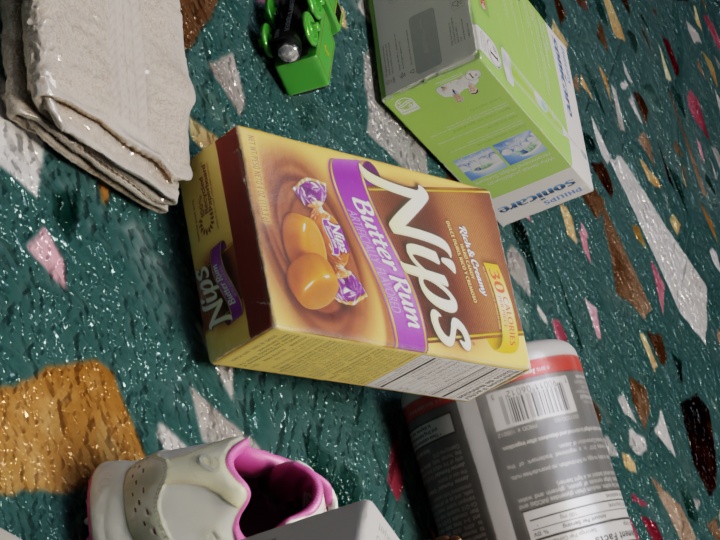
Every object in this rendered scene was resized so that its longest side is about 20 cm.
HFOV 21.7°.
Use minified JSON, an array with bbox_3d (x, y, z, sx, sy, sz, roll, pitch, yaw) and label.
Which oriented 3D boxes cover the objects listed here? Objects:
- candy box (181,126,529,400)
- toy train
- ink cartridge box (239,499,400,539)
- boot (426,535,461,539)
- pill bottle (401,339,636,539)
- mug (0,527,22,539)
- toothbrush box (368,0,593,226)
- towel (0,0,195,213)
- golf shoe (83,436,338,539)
[{"bbox_3d":[0.000,0.000,1.035,0.199,0.056,0.117,12,58,-45],"label":"candy box"},{"bbox_3d":[-0.032,-0.188,1.242,0.200,0.042,0.057,-83,154,-49],"label":"toy train"},{"bbox_3d":[-0.034,0.225,0.726,0.147,0.146,0.200,55,27,-27],"label":"ink cartridge box"},{"bbox_3d":[0.040,0.228,0.947,0.108,0.075,0.200,67,21,-15],"label":"boot"},{"bbox_3d":[0.104,0.153,1.144,0.116,0.115,0.201,11,61,-64],"label":"pill bottle"},{"bbox_3d":[-0.157,0.140,0.520,0.186,0.153,0.150,7,64,-64],"label":"mug"},{"bbox_3d":[0.091,-0.150,1.422,0.200,0.086,0.146,39,36,-49],"label":"toothbrush box"},{"bbox_3d":[-0.137,-0.137,0.965,0.132,0.034,0.201,35,39,-54],"label":"towel"},{"bbox_3d":[-0.036,0.133,0.865,0.200,0.091,0.076,33,38,-47],"label":"golf shoe"}]
